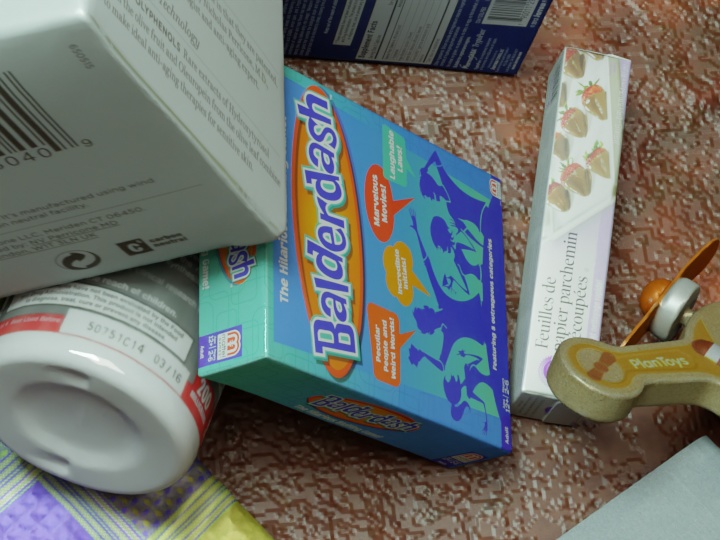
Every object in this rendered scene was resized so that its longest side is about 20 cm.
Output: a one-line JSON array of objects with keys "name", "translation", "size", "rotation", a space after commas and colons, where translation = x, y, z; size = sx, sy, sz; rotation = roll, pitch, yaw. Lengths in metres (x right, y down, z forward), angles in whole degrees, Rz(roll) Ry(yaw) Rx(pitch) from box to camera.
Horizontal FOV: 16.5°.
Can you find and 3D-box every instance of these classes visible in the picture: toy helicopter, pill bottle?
[{"name": "toy helicopter", "translation": [0.168, 0.043, 1.255], "size": [0.199, 0.079, 0.132], "rotation": [-2, 41, -40]}, {"name": "pill bottle", "translation": [-0.103, -0.002, 1.214], "size": [0.113, 0.114, 0.201], "rotation": [22, 55, -1]}]

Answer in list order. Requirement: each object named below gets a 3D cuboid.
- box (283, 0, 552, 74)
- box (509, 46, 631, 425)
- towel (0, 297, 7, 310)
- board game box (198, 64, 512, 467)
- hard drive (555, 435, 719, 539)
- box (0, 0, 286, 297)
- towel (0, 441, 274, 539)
[{"name": "box", "translation": [-0.003, -0.146, 1.294], "size": [0.199, 0.121, 0.033], "rotation": [3, 70, -9]}, {"name": "box", "translation": [0.110, -0.020, 1.310], "size": [0.038, 0.041, 0.201], "rotation": [11, 67, -5]}, {"name": "towel", "translation": [-0.264, -0.028, 1.262], "size": [0.199, 0.018, 0.087], "rotation": [9, 67, -6]}, {"name": "board game box", "translation": [0.000, 0.000, 1.216], "size": [0.200, 0.045, 0.153], "rotation": [23, 59, -48]}, {"name": "hard drive", "translation": [0.184, 0.191, 1.216], "size": [0.139, 0.033, 0.200], "rotation": [-32, 61, -20]}, {"name": "box", "translation": [-0.159, -0.108, 1.093], "size": [0.198, 0.200, 0.172], "rotation": [-12, 60, 19]}, {"name": "towel", "translation": [-0.128, 0.138, 1.219], "size": [0.143, 0.023, 0.200], "rotation": [-39, 80, -20]}]
